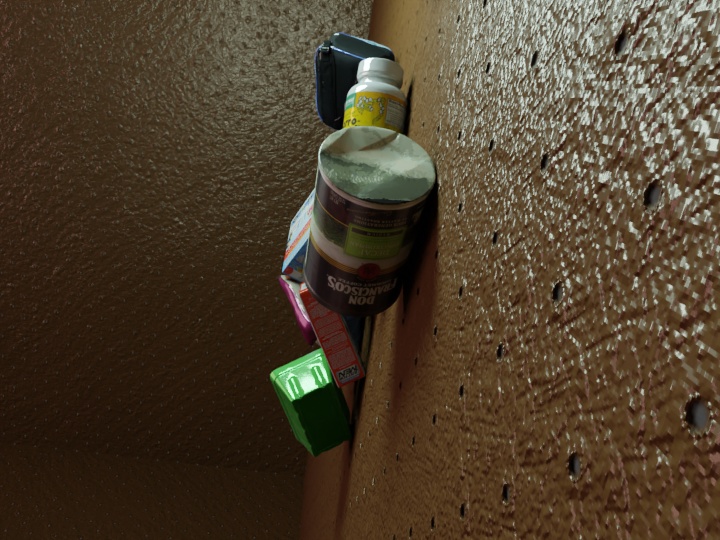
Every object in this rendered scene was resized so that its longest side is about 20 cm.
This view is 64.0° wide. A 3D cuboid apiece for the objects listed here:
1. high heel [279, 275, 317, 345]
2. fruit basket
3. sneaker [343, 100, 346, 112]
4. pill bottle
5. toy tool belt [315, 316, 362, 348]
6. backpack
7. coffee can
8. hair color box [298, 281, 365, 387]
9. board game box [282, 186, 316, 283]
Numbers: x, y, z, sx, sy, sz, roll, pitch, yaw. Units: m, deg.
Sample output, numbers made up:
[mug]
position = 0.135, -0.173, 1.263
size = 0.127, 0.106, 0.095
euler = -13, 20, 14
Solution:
[high heel]
position = -0.142, 0.081, 1.286
size = 0.200, 0.066, 0.098
euler = 38, 113, 54
[fruit basket]
position = -0.099, 0.261, 1.249
size = 0.215, 0.153, 0.219
euler = 157, 90, -79
[sneaker]
position = 0.020, -0.323, 1.183
size = 0.200, 0.109, 0.079
euler = -167, 86, -85
[pill bottle]
position = 0.025, -0.261, 1.023
size = 0.113, 0.110, 0.205
euler = 153, 125, -84
[toy tool belt]
position = -0.033, 0.094, 1.277
size = 0.122, 0.123, 0.205
euler = 23, 111, 52
[backpack]
position = -0.008, -0.434, 1.352
size = 0.202, 0.180, 0.148
euler = 98, -161, -43
[coffee can]
position = 0.004, -0.060, 0.752
size = 0.202, 0.143, 0.148
euler = 103, 173, -46
[hair color box]
position = -0.057, 0.116, 1.153
size = 0.111, 0.063, 0.203
euler = -113, 2, -80
[board game box]
position = -0.097, -0.109, 1.308
size = 0.200, 0.055, 0.198
euler = -49, 24, 33
